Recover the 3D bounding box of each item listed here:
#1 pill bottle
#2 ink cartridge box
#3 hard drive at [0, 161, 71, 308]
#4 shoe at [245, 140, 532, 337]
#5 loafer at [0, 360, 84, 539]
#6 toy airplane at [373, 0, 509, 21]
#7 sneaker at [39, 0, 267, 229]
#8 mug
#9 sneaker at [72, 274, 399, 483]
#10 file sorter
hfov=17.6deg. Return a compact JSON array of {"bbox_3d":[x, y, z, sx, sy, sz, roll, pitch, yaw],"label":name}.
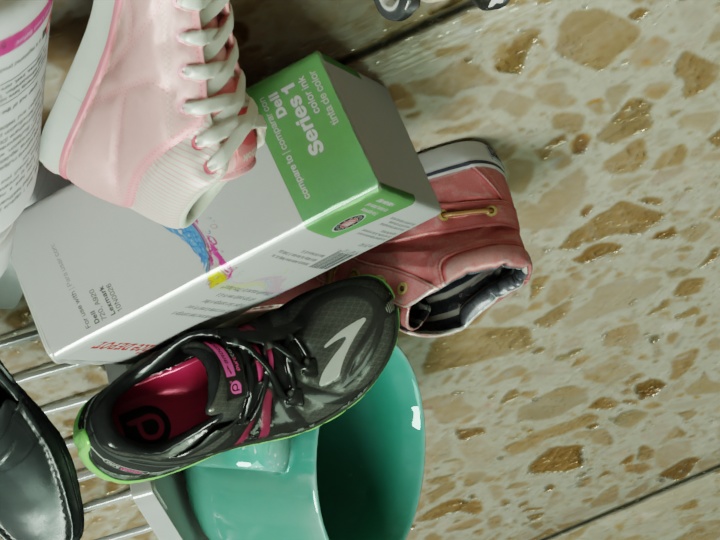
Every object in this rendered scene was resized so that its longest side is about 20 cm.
[{"bbox_3d":[-0.208,-0.080,1.112,0.113,0.114,0.200,-7,140,-18],"label":"pill bottle"},{"bbox_3d":[-0.073,-0.028,1.254,0.200,0.084,0.145,-27,171,12],"label":"ink cartridge box"},{"bbox_3d":[-0.266,-0.026,1.260,0.200,0.027,0.132,1,143,-28],"label":"hard drive"},{"bbox_3d":[0.000,0.000,1.369,0.200,0.091,0.072,-21,147,4],"label":"shoe"},{"bbox_3d":[-0.213,0.083,1.276,0.068,0.070,0.201,-24,112,6],"label":"loafer"},{"bbox_3d":[0.079,-0.199,1.066,0.199,0.142,0.200,-9,-178,8],"label":"toy airplane"},{"bbox_3d":[-0.079,-0.107,1.126,0.075,0.105,0.200,-39,158,-55],"label":"sneaker"},{"bbox_3d":[-0.048,0.103,1.448,0.114,0.152,0.185,2,141,28],"label":"mug"},{"bbox_3d":[-0.064,0.063,1.300,0.200,0.077,0.084,-27,173,-11],"label":"sneaker"},{"bbox_3d":[-0.173,0.138,1.449,0.124,0.139,0.200,-17,148,3],"label":"file sorter"}]
